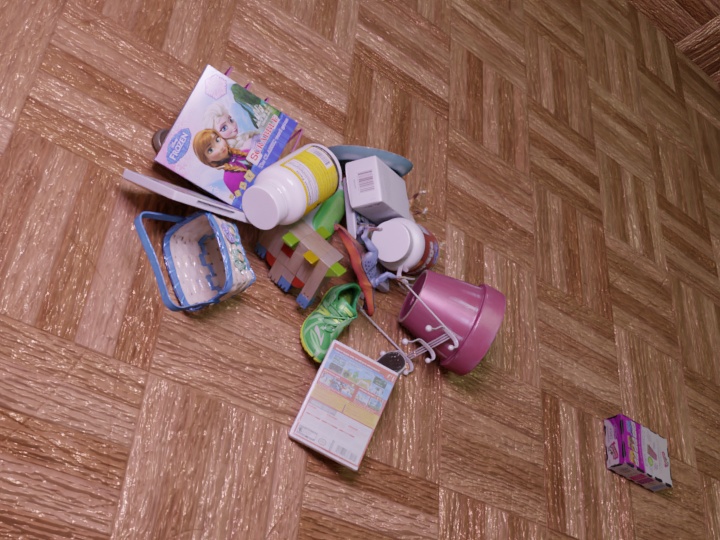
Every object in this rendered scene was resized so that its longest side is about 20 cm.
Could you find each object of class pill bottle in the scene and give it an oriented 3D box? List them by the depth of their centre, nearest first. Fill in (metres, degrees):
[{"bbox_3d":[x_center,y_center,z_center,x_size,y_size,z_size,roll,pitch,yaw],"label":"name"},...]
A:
[{"bbox_3d":[-0.128,-0.152,1.558,0.112,0.111,0.200,54,41,-4],"label":"pill bottle"},{"bbox_3d":[0.094,-0.050,1.805,0.113,0.111,0.200,69,17,12],"label":"pill bottle"}]

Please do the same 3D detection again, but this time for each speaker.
[{"bbox_3d":[-0.087,-0.103,1.738,0.088,0.088,0.201,43,45,-15],"label":"speaker"}]

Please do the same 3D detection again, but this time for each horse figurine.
[{"bbox_3d":[0.120,-0.102,1.952,0.131,0.050,0.202,-15,83,-34],"label":"horse figurine"}]

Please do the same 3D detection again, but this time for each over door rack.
[{"bbox_3d":[0.086,0.111,1.732,0.201,0.147,0.067,53,37,-6],"label":"over door rack"}]

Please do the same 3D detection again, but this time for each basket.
[{"bbox_3d":[-0.288,-0.020,1.461,0.199,0.138,0.178,-8,72,-54],"label":"basket"}]

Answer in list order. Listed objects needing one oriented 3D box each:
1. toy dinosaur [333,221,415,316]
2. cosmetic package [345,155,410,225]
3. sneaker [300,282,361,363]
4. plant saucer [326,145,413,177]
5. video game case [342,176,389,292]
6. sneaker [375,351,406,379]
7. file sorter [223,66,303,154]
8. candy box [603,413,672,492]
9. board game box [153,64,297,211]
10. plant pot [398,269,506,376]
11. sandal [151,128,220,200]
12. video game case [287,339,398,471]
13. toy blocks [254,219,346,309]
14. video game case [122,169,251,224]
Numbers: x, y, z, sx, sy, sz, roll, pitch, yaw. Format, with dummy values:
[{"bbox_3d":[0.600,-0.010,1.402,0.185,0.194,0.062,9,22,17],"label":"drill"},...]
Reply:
[{"bbox_3d":[0.000,0.000,1.638,0.198,0.105,0.184,3,100,-33],"label":"toy dinosaur"},{"bbox_3d":[0.040,-0.161,1.783,0.200,0.073,0.103,30,51,-67],"label":"cosmetic package"},{"bbox_3d":[-0.056,0.092,1.655,0.074,0.083,0.201,41,46,-18],"label":"sneaker"},{"bbox_3d":[0.015,-0.231,1.841,0.199,0.199,0.028,15,81,-37],"label":"plant saucer"},{"bbox_3d":[0.013,-0.074,1.792,0.182,0.022,0.202,39,42,-62],"label":"video game case"},{"bbox_3d":[0.003,0.236,1.643,0.199,0.085,0.073,-25,63,-26],"label":"sneaker"},{"bbox_3d":[-0.230,-0.277,1.674,0.199,0.125,0.140,38,45,-20],"label":"file sorter"},{"bbox_3d":[0.713,0.470,2.174,0.199,0.061,0.138,29,49,-27],"label":"candy box"},{"bbox_3d":[-0.248,-0.240,1.566,0.198,0.041,0.202,29,87,-20],"label":"board game box"},{"bbox_3d":[0.187,0.096,1.816,0.178,0.200,0.201,29,48,-7],"label":"plant pot"},{"bbox_3d":[-0.305,-0.205,1.613,0.199,0.054,0.081,39,43,-18],"label":"sandal"},{"bbox_3d":[-0.030,0.248,1.566,0.142,0.017,0.201,28,66,-4],"label":"video game case"},{"bbox_3d":[-0.126,-0.021,1.622,0.200,0.137,0.100,42,41,10],"label":"toy blocks"},{"bbox_3d":[-0.301,-0.129,1.493,0.199,0.142,0.018,17,95,-55],"label":"video game case"}]
